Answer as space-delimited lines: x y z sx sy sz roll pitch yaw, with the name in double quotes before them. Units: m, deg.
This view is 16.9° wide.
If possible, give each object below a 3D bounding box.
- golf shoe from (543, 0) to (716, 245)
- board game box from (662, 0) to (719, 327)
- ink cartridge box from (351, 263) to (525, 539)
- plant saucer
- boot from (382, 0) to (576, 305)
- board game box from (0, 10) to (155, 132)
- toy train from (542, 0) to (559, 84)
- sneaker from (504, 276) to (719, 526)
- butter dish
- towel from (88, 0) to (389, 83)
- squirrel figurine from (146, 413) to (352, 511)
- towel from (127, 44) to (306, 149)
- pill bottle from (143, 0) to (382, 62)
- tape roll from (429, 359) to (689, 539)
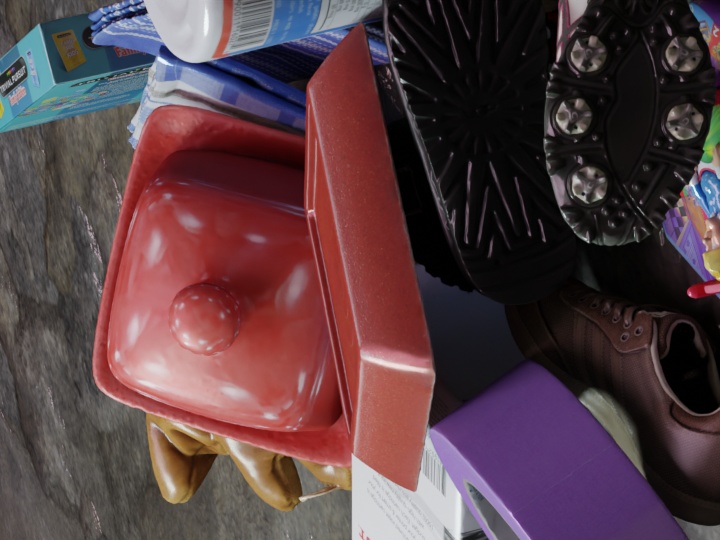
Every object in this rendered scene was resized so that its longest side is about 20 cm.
"golf shoe" 0.126 -0.106 1.134 0.088 0.077 0.201 80 -166 -80
"board game box" 0.174 -0.032 1.131 0.200 0.039 0.159 54 150 41
"ink cartridge box" 0.060 0.115 1.445 0.146 0.084 0.201 48 146 49
"plant saucer" 0.000 0.000 1.305 0.200 0.036 0.201 94 165 -67
"boot" 0.049 -0.084 1.263 0.158 0.079 0.212 -139 40 -80
"board game box" -0.183 -0.154 1.770 0.200 0.150 0.047 -19 86 68
"toy train" 0.106 -0.118 1.252 0.046 0.034 0.201 20 123 60
"sneaker" 0.147 0.044 1.241 0.200 0.070 0.076 51 126 44
"butter dish" -0.077 0.018 1.475 0.148 0.198 0.201 -31 -44 -73
"towel" -0.069 -0.142 1.500 0.200 0.144 0.024 -1 75 60
"squirrel figurine" -0.056 0.065 1.635 0.186 0.141 0.201 11 117 59
"towel" -0.076 -0.088 1.572 0.200 0.146 0.024 130 163 -73
"pill bottle" -0.013 -0.183 1.272 0.112 0.199 0.113 46 145 48
"tape roll" 0.118 0.145 1.248 0.201 0.066 0.200 55 174 8
